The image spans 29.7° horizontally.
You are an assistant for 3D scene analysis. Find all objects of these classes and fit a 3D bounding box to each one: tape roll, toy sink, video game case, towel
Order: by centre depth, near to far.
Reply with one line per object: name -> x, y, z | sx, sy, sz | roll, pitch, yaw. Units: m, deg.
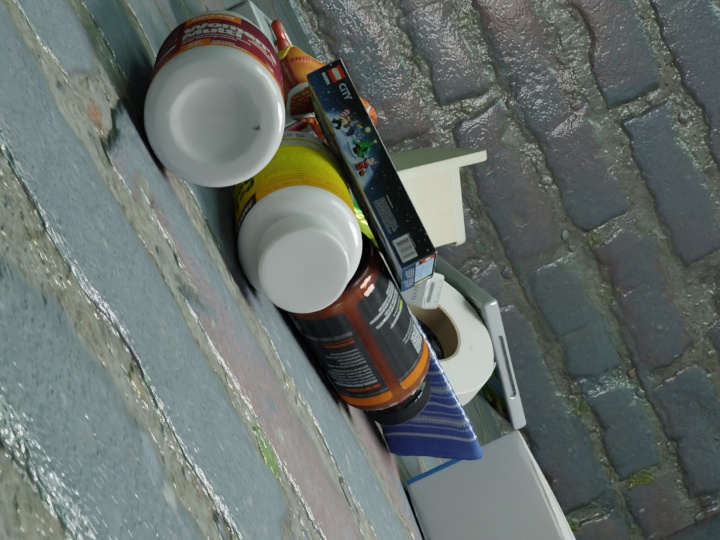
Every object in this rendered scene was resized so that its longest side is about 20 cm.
towel -> 0.042, 0.121, 1.457 | 0.144, 0.024, 0.201 | -2, -58, 49
tape roll -> 0.066, 0.076, 1.604 | 0.201, 0.037, 0.204 | 22, 39, -19
toy sink -> 0.054, -0.082, 1.706 | 0.130, 0.199, 0.113 | 9, -70, 50
video game case -> 0.145, 0.087, 1.758 | 0.200, 0.022, 0.184 | -139, -150, -62

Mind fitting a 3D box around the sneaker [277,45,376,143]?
sneaker -> -0.035, -0.183, 1.421 | 0.078, 0.072, 0.200 | 65, 9, 19

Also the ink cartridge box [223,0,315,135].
ink cartridge box -> -0.113, -0.208, 1.538 | 0.200, 0.082, 0.147 | -4, 69, -83

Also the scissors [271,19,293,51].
scissors -> -0.052, -0.190, 1.534 | 0.201, 0.014, 0.073 | 61, 7, -30

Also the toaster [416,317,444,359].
toaster -> 0.052, 0.069, 1.753 | 0.130, 0.113, 0.200 | 64, 5, 28

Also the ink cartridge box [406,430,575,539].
ink cartridge box -> 0.163, 0.306, 1.563 | 0.146, 0.146, 0.200 | 68, 6, 31

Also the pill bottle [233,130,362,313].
pill bottle -> -0.057, -0.042, 1.206 | 0.110, 0.108, 0.200 | 62, 6, -26

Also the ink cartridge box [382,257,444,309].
ink cartridge box -> 0.000, 0.000, 1.489 | 0.200, 0.172, 0.044 | 11, 94, -83

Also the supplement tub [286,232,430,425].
supplement tub -> 0.003, 0.064, 1.328 | 0.107, 0.106, 0.201 | -108, 172, -52

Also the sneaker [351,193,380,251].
sneaker -> 0.026, -0.070, 1.545 | 0.074, 0.084, 0.200 | 25, -9, 47

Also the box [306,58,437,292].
box -> 0.011, -0.086, 1.279 | 0.137, 0.037, 0.202 | 78, -14, -81

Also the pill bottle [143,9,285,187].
pill bottle -> -0.117, -0.149, 1.108 | 0.110, 0.109, 0.200 | 62, 6, -22
